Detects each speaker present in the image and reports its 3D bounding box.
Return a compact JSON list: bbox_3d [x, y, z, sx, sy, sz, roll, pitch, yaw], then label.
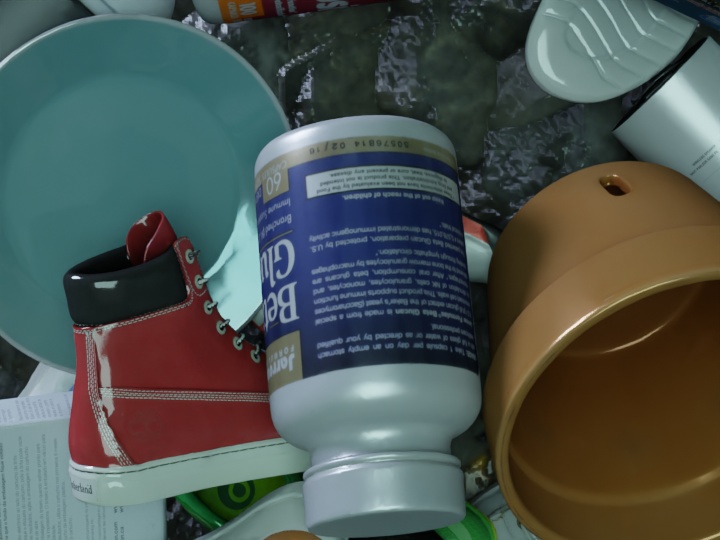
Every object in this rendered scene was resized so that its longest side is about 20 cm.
[{"bbox_3d":[0.239,-0.039,0.974,0.200,0.081,0.081,45,91,0],"label":"speaker"}]

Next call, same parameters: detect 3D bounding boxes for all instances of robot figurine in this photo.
[{"bbox_3d":[-0.196,-0.131,0.958,0.200,0.150,0.125,-47,60,2],"label":"robot figurine"}]

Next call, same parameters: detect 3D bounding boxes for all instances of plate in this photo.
[{"bbox_3d":[-0.130,-0.040,0.926,0.198,0.026,0.202,-4,104,-18],"label":"plate"}]

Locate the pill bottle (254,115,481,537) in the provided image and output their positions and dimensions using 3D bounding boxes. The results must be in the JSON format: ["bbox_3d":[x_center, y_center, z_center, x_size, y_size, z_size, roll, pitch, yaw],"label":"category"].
[{"bbox_3d":[0.005,0.032,0.874,0.110,0.111,0.202,-5,72,1],"label":"pill bottle"}]

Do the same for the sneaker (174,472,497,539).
[{"bbox_3d":[-0.021,0.147,0.968,0.198,0.084,0.075,13,90,10],"label":"sneaker"}]

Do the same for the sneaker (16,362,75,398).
[{"bbox_3d":[-0.165,0.077,0.992,0.072,0.072,0.200,43,91,-18],"label":"sneaker"}]

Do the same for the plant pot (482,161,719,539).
[{"bbox_3d":[0.151,0.037,0.907,0.198,0.141,0.201,-7,129,-9],"label":"plant pot"}]

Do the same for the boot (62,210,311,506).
[{"bbox_3d":[-0.069,0.037,0.915,0.199,0.072,0.146,-8,99,-40],"label":"boot"}]

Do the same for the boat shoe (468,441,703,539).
[{"bbox_3d":[0.119,0.147,0.985,0.199,0.069,0.071,-33,94,2],"label":"boat shoe"}]

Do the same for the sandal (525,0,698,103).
[{"bbox_3d":[0.169,-0.174,0.989,0.082,0.050,0.203,41,77,-4],"label":"sandal"}]

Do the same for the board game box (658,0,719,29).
[{"bbox_3d":[0.210,-0.242,0.933,0.150,0.047,0.202,16,83,-32],"label":"board game box"}]

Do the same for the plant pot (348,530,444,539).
[{"bbox_3d":[0.029,0.270,0.864,0.199,0.177,0.200,43,90,-9],"label":"plant pot"}]

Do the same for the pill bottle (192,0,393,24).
[{"bbox_3d":[-0.002,-0.208,0.957,0.198,0.113,0.114,-8,91,1],"label":"pill bottle"}]

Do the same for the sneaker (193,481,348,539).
[{"bbox_3d":[-0.093,0.191,0.904,0.200,0.085,0.073,-40,104,22],"label":"sneaker"}]

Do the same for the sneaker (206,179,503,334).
[{"bbox_3d":[0.000,0.000,0.986,0.200,0.067,0.109,22,92,4],"label":"sneaker"}]

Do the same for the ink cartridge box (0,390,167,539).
[{"bbox_3d":[-0.207,0.169,0.949,0.198,0.043,0.198,-5,112,-16],"label":"ink cartridge box"}]
